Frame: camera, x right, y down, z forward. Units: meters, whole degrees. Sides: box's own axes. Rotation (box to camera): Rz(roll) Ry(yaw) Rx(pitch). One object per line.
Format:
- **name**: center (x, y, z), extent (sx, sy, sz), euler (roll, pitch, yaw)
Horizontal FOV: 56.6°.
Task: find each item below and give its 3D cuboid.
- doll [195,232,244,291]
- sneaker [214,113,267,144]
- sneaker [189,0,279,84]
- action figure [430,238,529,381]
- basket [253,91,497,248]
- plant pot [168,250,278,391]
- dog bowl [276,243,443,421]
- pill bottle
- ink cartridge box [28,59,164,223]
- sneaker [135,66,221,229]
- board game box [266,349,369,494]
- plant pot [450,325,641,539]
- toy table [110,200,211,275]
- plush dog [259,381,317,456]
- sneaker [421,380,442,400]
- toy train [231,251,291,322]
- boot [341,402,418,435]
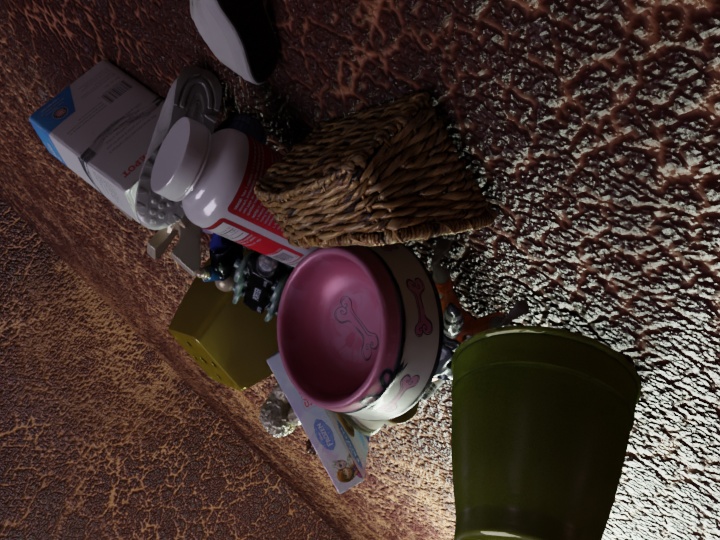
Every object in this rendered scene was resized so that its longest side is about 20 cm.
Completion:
- **doll**: center (-0.206, -0.036, 1.022), extent (0.048, 0.137, 0.201), euler (27, 141, 8)
- **sneaker**: center (-0.165, -0.138, 0.866), extent (0.082, 0.075, 0.199), euler (33, 154, -28)
- **sneaker**: center (-0.136, -0.263, 0.615), extent (0.084, 0.073, 0.201), euler (30, 154, 20)
- **action figure**: center (0.079, 0.057, 0.769), extent (0.198, 0.105, 0.195), euler (29, 140, 10)
- **basket**: center (0.004, -0.059, 0.649), extent (0.199, 0.143, 0.150), euler (3, 134, 55)
- **plant pot**: center (-0.222, 0.097, 1.200), extent (0.199, 0.177, 0.201), euler (4, 135, 54)
- **dog bowl**: center (-0.011, 0.060, 0.712), extent (0.199, 0.203, 0.073), euler (18, -172, 43)
- **pill bottle**: center (-0.125, -0.086, 0.749), extent (0.199, 0.114, 0.112), euler (25, 168, -36)
- **ink cartridge box**: center (-0.341, -0.187, 0.960), extent (0.199, 0.145, 0.084), euler (35, 155, 15)
- **sneaker**: center (-0.225, -0.145, 0.815), extent (0.076, 0.202, 0.080), euler (24, 169, -32)
- **board game box**: center (-0.053, 0.190, 0.960), extent (0.202, 0.041, 0.200), euler (61, -176, -1)
- **plant pot**: center (0.171, 0.192, 0.665), extent (0.198, 0.195, 0.202), euler (12, 144, 9)
- **toy table**: center (-0.298, -0.091, 1.086), extent (0.183, 0.117, 0.201), euler (37, 154, 12)
- **plush dog**: center (-0.051, 0.222, 1.141), extent (0.172, 0.199, 0.161), euler (41, 139, 19)
- **sneaker**: center (0.051, 0.136, 0.940), extent (0.076, 0.081, 0.199), euler (34, 161, -18)
- **toy train**: center (-0.132, -0.001, 0.982), extent (0.085, 0.115, 0.200), euler (28, 157, -2)
- **boot**: center (-0.011, 0.115, 0.864), extent (0.202, 0.071, 0.155), euler (60, 156, 10)
